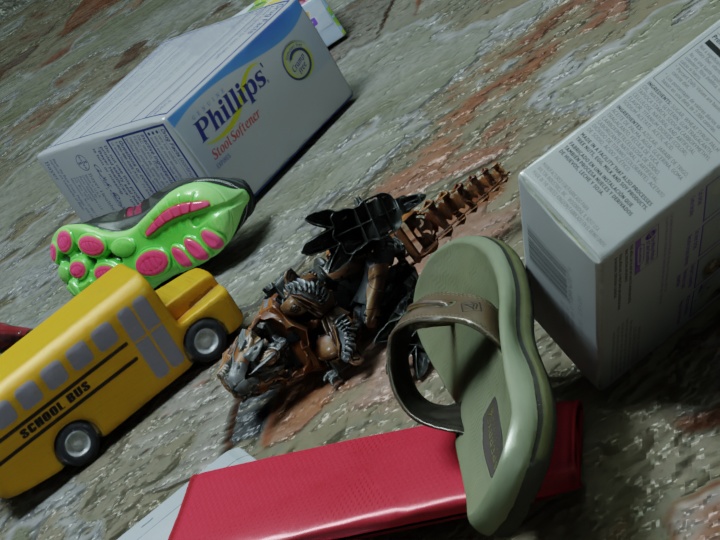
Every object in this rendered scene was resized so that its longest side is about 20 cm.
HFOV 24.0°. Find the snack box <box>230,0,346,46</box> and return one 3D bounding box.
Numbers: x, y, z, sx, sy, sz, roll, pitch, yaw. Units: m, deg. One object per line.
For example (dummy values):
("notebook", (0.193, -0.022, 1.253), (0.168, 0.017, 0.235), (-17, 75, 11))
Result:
("snack box", (-0.121, -0.208, 1.660), (0.199, 0.053, 0.142), (-34, 20, 0))

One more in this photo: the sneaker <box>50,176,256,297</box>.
("sneaker", (-0.159, -0.023, 1.308), (0.199, 0.077, 0.084), (-14, 10, 34))

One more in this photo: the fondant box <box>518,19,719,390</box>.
("fondant box", (0.166, -0.049, 0.771), (0.199, 0.145, 0.058), (-36, 65, -10))

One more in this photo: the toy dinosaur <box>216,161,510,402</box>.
("toy dinosaur", (0.000, 0.000, 0.986), (0.201, 0.102, 0.136), (-59, 8, -8))

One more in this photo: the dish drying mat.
("dish drying mat", (0.007, 0.100, 0.790), (0.198, 0.018, 0.077), (-14, 25, 14))

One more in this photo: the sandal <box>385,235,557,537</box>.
("sandal", (0.042, 0.040, 0.753), (0.057, 0.081, 0.201), (11, 23, -9))

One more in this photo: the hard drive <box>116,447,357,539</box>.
("hard drive", (-0.073, 0.158, 0.825), (0.132, 0.027, 0.200), (-38, 21, -13))

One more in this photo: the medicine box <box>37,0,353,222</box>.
("medicine box", (-0.140, -0.123, 1.432), (0.199, 0.103, 0.182), (-8, 32, 48))

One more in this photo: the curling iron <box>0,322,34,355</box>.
("curling iron", (-0.301, 0.057, 1.378), (0.049, 0.026, 0.200), (-37, 21, -18))

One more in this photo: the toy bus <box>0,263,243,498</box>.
("toy bus", (-0.176, 0.064, 1.109), (0.200, 0.079, 0.065), (-39, 22, -15))
